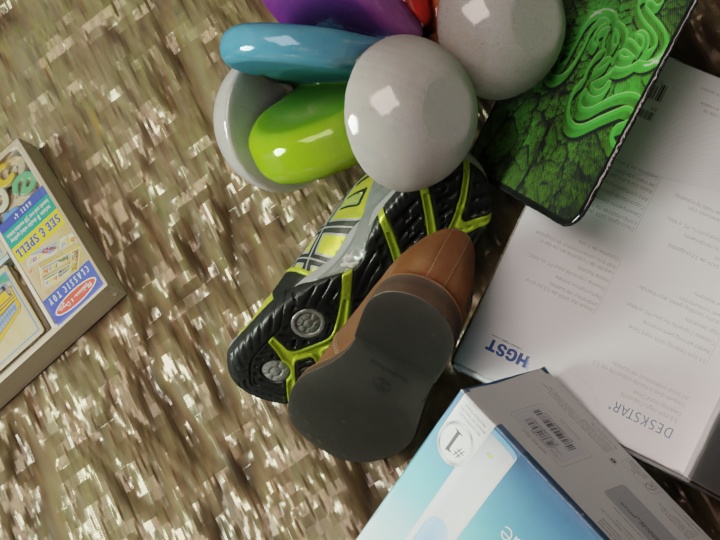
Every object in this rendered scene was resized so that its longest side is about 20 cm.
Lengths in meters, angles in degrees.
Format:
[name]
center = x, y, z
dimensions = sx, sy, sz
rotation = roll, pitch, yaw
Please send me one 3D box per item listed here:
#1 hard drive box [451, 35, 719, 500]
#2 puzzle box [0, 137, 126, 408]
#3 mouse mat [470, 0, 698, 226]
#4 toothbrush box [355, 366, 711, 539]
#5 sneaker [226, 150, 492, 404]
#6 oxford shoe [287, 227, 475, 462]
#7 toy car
[hard drive box]
center = 0.164, -0.002, 1.160
dimensions = 0.155, 0.077, 0.201
rotation = 26, 88, 30
[puzzle box]
center = -0.256, 0.028, 1.394
dimensions = 0.200, 0.025, 0.133
rotation = -42, 62, 11
[mouse mat]
center = 0.120, -0.111, 1.173
dimensions = 0.162, 0.007, 0.200
rotation = -62, 19, 4
[toothbrush box]
center = 0.070, 0.175, 1.113
dimensions = 0.147, 0.085, 0.201
rotation = 47, 121, 23
[sneaker]
center = 0.000, 0.000, 1.258
dimensions = 0.200, 0.075, 0.077
rotation = -42, 26, 18
[oxford shoe]
center = 0.018, 0.045, 1.193
dimensions = 0.071, 0.200, 0.072
rotation = 33, 53, -4
[toy car]
center = 0.000, -0.138, 1.199
dimensions = 0.174, 0.151, 0.200
rotation = 4, 42, 50
